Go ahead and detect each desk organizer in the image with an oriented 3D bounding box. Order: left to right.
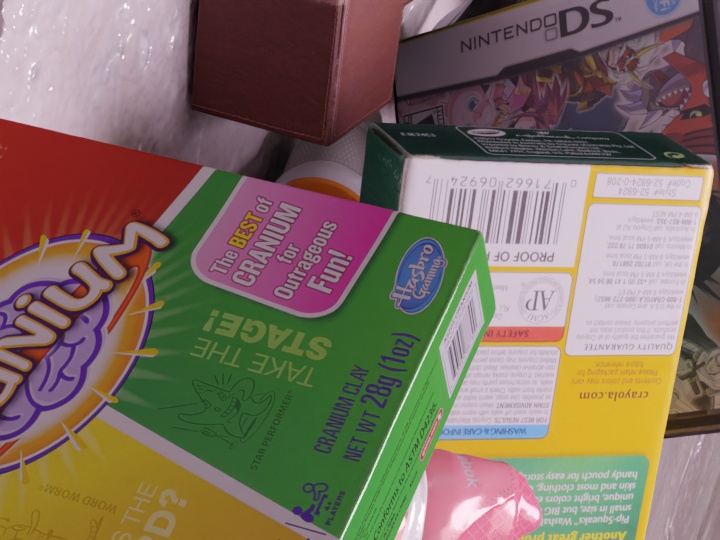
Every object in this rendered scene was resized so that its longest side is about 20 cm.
[{"bbox_3d":[0.001,-0.127,0.840,0.200,0.072,0.077,-41,143,-57],"label":"desk organizer"}]

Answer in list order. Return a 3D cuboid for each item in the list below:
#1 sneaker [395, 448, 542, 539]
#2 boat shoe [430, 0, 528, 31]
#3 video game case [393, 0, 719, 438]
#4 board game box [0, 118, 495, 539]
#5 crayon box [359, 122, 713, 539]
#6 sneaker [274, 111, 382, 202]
[{"bbox_3d":[0.015,0.152,0.700,0.074,0.087,0.201,-117,-143,-54],"label":"sneaker"},{"bbox_3d":[0.065,-0.094,0.962,0.066,0.070,0.200,-65,-172,-24],"label":"boat shoe"},{"bbox_3d":[0.094,-0.023,0.825,0.025,0.180,0.201,5,78,-48],"label":"video game case"},{"bbox_3d":[-0.081,0.036,0.536,0.040,0.199,0.153,76,34,-52],"label":"board game box"},{"bbox_3d":[0.056,0.045,0.744,0.052,0.125,0.201,-132,-134,-64],"label":"crayon box"},{"bbox_3d":[0.000,0.000,0.927,0.200,0.075,0.092,88,15,-49],"label":"sneaker"}]
